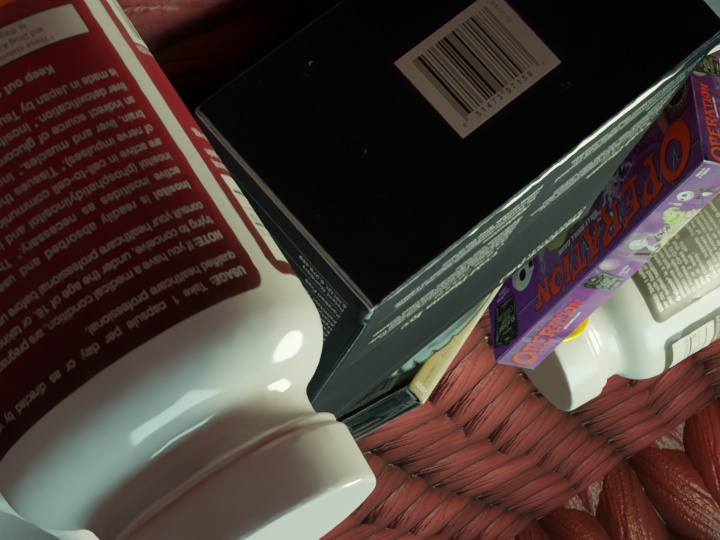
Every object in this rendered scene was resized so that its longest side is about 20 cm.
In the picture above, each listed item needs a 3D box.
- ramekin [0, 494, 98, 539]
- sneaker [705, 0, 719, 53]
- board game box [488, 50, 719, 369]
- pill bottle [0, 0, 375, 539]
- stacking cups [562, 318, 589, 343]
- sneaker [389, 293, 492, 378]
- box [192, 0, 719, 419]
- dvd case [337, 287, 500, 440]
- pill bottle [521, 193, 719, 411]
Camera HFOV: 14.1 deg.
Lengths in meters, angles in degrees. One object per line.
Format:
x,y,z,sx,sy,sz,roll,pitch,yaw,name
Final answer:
-0.169,0.111,1.125,0.200,0.200,0.098,-42,-152,34,ramekin
0.133,-0.123,1.291,0.200,0.072,0.083,-39,164,21,sneaker
0.119,-0.050,1.448,0.032,0.120,0.200,8,146,-27,board game box
-0.084,0.005,0.896,0.113,0.200,0.113,-32,168,-8,pill bottle
0.132,-0.043,1.523,0.060,0.061,0.200,-24,156,-39,stacking cups
-0.031,0.011,1.288,0.199,0.073,0.082,-23,130,3,sneaker
0.019,-0.041,1.165,0.200,0.104,0.182,-38,170,-26,box
0.021,0.025,1.415,0.149,0.016,0.200,-31,-163,44,dvd case
0.187,-0.003,1.814,0.200,0.117,0.116,-30,168,-12,pill bottle
